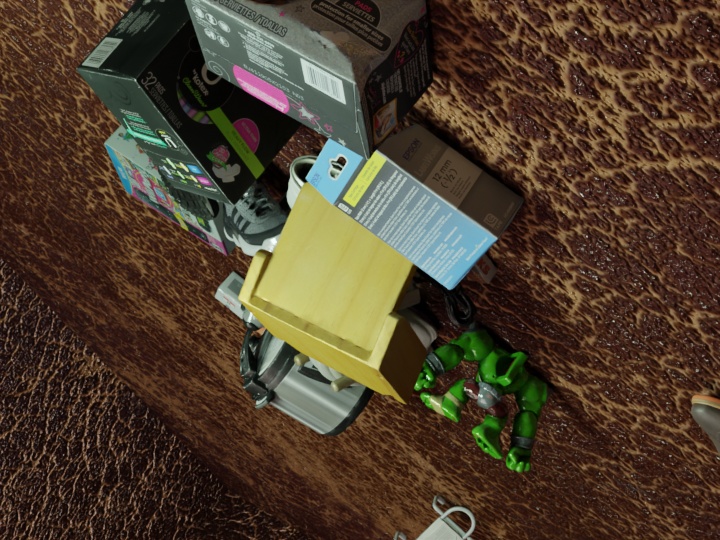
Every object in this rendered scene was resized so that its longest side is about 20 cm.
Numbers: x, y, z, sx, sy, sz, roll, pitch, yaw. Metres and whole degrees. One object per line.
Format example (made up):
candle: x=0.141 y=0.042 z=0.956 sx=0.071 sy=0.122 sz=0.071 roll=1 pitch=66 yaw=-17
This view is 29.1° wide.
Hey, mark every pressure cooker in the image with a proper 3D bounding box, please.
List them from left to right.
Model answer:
pressure cooker: x=-0.084 y=0.135 z=2.078 sx=0.200 sy=0.179 sz=0.176 roll=33 pitch=-165 yaw=-14

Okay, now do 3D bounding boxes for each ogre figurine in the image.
ogre figurine: x=0.165 y=0.157 z=1.781 sx=0.200 sy=0.120 sz=0.098 roll=37 pitch=166 yaw=10

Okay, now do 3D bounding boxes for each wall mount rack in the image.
wall mount rack: x=0.168 y=0.535 z=2.678 sx=0.174 sy=0.200 sz=0.075 roll=43 pitch=-162 yaw=-4

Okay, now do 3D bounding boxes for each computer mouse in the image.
computer mouse: x=0.033 y=0.025 z=1.657 sx=0.200 sy=0.044 sz=0.110 roll=-3 pitch=134 yaw=37

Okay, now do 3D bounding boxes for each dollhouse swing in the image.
dollhouse swing: x=-0.006 y=0.018 z=1.624 sx=0.200 sy=0.176 sz=0.182 roll=24 pitch=166 yaw=25

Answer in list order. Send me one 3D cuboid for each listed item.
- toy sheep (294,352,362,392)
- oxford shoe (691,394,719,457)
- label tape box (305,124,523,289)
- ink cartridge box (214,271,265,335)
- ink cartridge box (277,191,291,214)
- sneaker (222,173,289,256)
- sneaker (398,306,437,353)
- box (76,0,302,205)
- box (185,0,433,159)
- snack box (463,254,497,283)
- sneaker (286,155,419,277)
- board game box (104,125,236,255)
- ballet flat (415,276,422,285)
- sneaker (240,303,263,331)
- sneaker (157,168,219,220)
toy sheep: x=-0.014 y=0.087 z=1.813 sx=0.200 sy=0.138 sz=0.138 roll=34 pitch=165 yaw=45
oxford shoe: x=0.422 y=0.212 z=1.490 sx=0.200 sy=0.073 sz=0.071 roll=42 pitch=163 yaw=-10
label tape box: x=0.053 y=-0.083 z=1.455 sx=0.200 sy=0.066 sz=0.143 roll=37 pitch=152 yaw=0
ink cartridge box: x=-0.183 y=0.089 z=2.408 sx=0.162 sy=0.050 sz=0.200 roll=38 pitch=159 yaw=1
ink cartridge box: x=-0.049 y=-0.006 z=1.924 sx=0.198 sy=0.047 sz=0.200 roll=37 pitch=160 yaw=2
sneaker: x=-0.137 y=-0.088 z=1.767 sx=0.200 sy=0.075 sz=0.114 roll=24 pitch=132 yaw=64
sneaker: x=0.057 y=0.112 z=1.916 sx=0.075 sy=0.100 sz=0.200 roll=31 pitch=160 yaw=23
box: x=-0.183 y=-0.197 z=1.543 sx=0.124 sy=0.149 sz=0.200 roll=17 pitch=153 yaw=46
box: x=-0.045 y=-0.220 z=1.278 sx=0.200 sy=0.115 sz=0.132 roll=30 pitch=159 yaw=20
snack box: x=0.078 y=-0.061 z=1.571 sx=0.072 sy=0.024 sz=0.200 roll=12 pitch=149 yaw=52
sneaker: x=-0.010 y=-0.059 z=1.670 sx=0.200 sy=0.074 sz=0.116 roll=37 pitch=165 yaw=9
board game box: x=-0.266 y=-0.122 z=2.030 sx=0.200 sy=0.064 sz=0.148 roll=33 pitch=161 yaw=19
ballet flat: x=0.000 y=0.000 z=1.776 sx=0.200 sy=0.067 sz=0.064 roll=11 pitch=154 yaw=30
sneaker: x=-0.124 y=0.046 z=1.973 sx=0.075 sy=0.116 sz=0.200 roll=36 pitch=-172 yaw=-8
sneaker: x=-0.225 y=-0.161 z=1.804 sx=0.076 sy=0.088 sz=0.200 roll=7 pitch=135 yaw=51
